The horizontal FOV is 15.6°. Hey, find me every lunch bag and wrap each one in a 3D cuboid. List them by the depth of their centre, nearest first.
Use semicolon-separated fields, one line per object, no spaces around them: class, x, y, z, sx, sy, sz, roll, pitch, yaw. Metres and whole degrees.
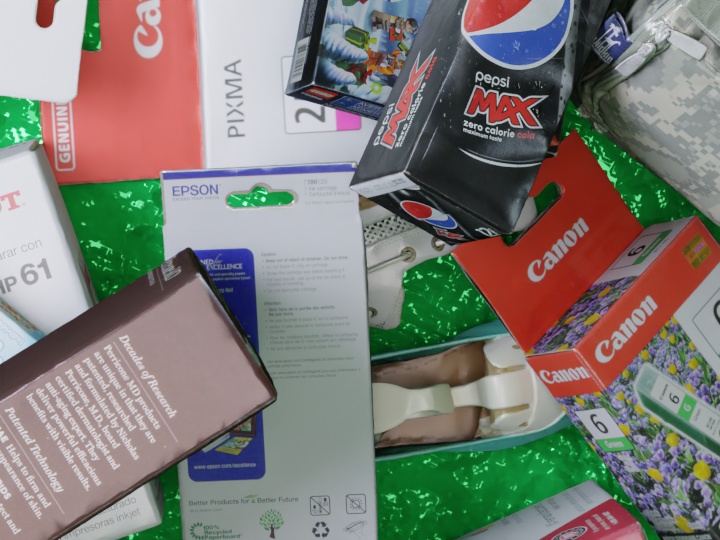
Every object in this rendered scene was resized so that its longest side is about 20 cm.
lunch bag;0.208;-0.086;1.301;0.200;0.168;0.140;37;91;-7

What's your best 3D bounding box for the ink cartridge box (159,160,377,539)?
ink cartridge box;-0.043;0.042;1.290;0.099;0.039;0.201;-1;105;1

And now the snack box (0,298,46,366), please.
snack box;-0.239;0.034;1.253;0.200;0.037;0.116;40;92;-7

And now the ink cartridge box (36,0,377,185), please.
ink cartridge box;-0.080;-0.144;1.333;0.173;0.044;0.201;-4;96;-6

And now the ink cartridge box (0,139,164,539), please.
ink cartridge box;-0.197;0.050;1.319;0.144;0.085;0.201;-19;96;-2

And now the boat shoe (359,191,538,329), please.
boat shoe;0.000;0.000;1.339;0.199;0.071;0.070;-28;95;-3

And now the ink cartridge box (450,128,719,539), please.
ink cartridge box;0.147;0.033;1.337;0.109;0.050;0.200;-45;106;-26

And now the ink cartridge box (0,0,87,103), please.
ink cartridge box;-0.233;-0.150;1.305;0.199;0.068;0.116;7;95;-5

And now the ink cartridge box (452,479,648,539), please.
ink cartridge box;0.053;0.190;1.324;0.199;0.146;0.083;-23;96;-3

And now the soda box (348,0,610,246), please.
soda box;0.070;-0.115;1.249;0.063;0.071;0.201;28;75;-18

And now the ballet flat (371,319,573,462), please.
ballet flat;0.048;0.066;1.350;0.199;0.070;0.068;-11;96;-4

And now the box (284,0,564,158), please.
box;0.048;-0.167;1.305;0.136;0.040;0.201;14;80;-23

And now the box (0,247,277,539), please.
box;-0.141;0.075;1.196;0.200;0.100;0.075;-31;100;-3
